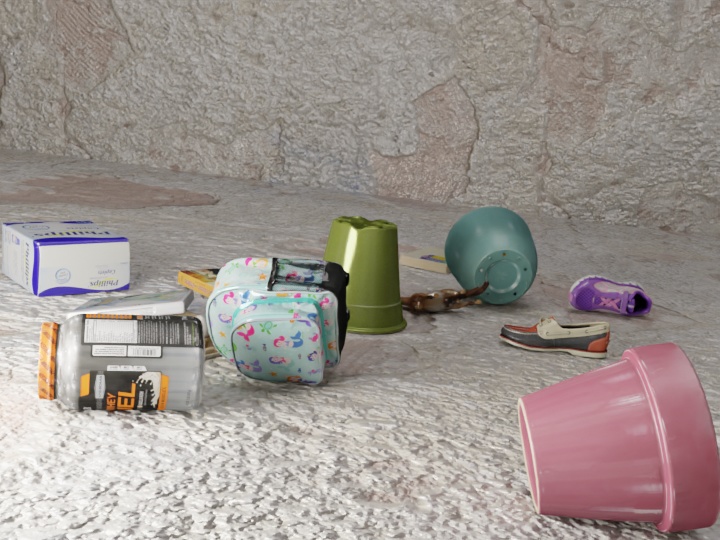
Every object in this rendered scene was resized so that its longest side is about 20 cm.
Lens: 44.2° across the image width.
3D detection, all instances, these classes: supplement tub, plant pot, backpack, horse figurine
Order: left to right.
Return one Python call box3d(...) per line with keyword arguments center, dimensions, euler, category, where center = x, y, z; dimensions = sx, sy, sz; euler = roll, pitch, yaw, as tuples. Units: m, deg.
box3d(center=(-0.304, 0.117, 1.131), dimensions=(0.199, 0.123, 0.123), euler=(2, 13, -16), category="supplement tub")
box3d(center=(-0.125, 0.072, 1.298), dimensions=(0.199, 0.178, 0.151), euler=(7, 42, 8), category="backpack")
box3d(center=(0.000, 0.000, 1.667), dimensions=(0.199, 0.191, 0.200), euler=(6, 11, -1), category="plant pot")
box3d(center=(0.159, 0.058, 1.786), dimensions=(0.199, 0.050, 0.132), euler=(-7, -2, -19), category="horse figurine")
box3d(center=(0.291, -0.018, 1.917), dimensions=(0.200, 0.201, 0.161), euler=(5, 24, -6), category="plant pot")
box3d(center=(0.271, 0.190, 0.968), dimensions=(0.178, 0.201, 0.200), euler=(-9, 11, 5), category="plant pot")

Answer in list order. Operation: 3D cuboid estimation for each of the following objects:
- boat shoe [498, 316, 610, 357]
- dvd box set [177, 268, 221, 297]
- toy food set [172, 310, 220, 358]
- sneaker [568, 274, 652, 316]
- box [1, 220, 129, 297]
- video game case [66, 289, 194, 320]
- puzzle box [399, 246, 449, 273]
box3d(center=(0.355, 0.115, 1.620), dimensions=(0.199, 0.063, 0.071), euler=(7, 14, 8), category="boat shoe")
box3d(center=(-0.254, 0.031, 1.772), dimensions=(0.146, 0.030, 0.200), euler=(-4, 15, -39), category="dvd box set")
box3d(center=(-0.313, 0.097, 1.367), dimensions=(0.143, 0.061, 0.200), euler=(15, 15, 35), category="toy food set")
box3d(center=(0.554, 0.063, 1.939), dimensions=(0.199, 0.081, 0.088), euler=(3, 20, -17), category="sneaker")
box3d(center=(-0.569, -0.028, 1.711), dimensions=(0.183, 0.105, 0.200), euler=(-5, 17, -40), category="box")
box3d(center=(-0.375, 0.058, 1.471), dimensions=(0.181, 0.022, 0.200), euler=(-5, 5, -6), category="video game case")
box3d(center=(0.201, -0.029, 2.295), dimensions=(0.133, 0.026, 0.200), euler=(13, 14, 27), category="puzzle box")
